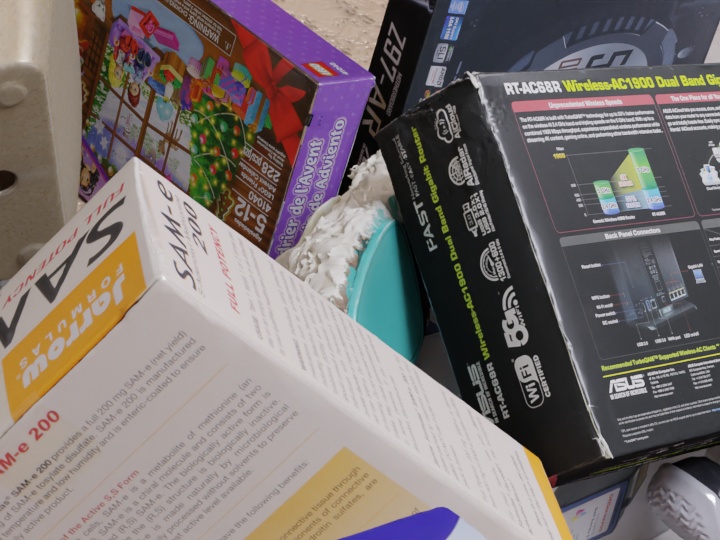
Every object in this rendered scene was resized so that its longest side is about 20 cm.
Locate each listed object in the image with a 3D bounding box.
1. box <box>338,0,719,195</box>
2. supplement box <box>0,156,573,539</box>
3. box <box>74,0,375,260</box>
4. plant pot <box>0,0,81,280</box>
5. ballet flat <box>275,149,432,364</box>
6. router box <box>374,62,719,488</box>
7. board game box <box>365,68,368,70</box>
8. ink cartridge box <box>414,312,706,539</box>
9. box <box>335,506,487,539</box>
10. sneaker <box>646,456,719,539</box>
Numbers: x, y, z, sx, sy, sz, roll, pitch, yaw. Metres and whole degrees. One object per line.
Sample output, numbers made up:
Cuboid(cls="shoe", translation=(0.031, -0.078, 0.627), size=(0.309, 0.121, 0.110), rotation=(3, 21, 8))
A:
Cuboid(cls="box", translation=(0.076, -0.068, 0.998), size=(0.159, 0.201, 0.044), rotation=(2, 31, -28))
Cuboid(cls="supplement box", translation=(-0.039, 0.074, 0.667), size=(0.200, 0.126, 0.074), rotation=(38, 18, -31))
Cuboid(cls="box", translation=(-0.086, -0.078, 0.992), size=(0.039, 0.137, 0.200), rotation=(-11, 39, -43))
Cuboid(cls="plant pot", translation=(-0.210, -0.096, 0.871), size=(0.199, 0.201, 0.178), rotation=(-12, 54, -11))
Cuboid(cls="ballet flat", translation=(0.000, 0.000, 0.816), size=(0.071, 0.072, 0.200), rotation=(21, 27, 8))
Cuboid(cls="router box", translation=(0.113, -0.002, 0.813), size=(0.199, 0.062, 0.151), rotation=(-7, 75, -44))
Cuboid(cls="board game box", translation=(0.096, -0.078, 1.200), size=(0.151, 0.037, 0.199), rotation=(37, 35, 31))
Cuboid(cls="ink cartridge box", translation=(0.036, 0.064, 0.863), size=(0.199, 0.088, 0.145), rotation=(-12, 39, -45))
Cuboid(cls="box", translation=(-0.038, 0.181, 0.492), size=(0.183, 0.201, 0.105), rotation=(-12, 40, -42))
Cuboid(cls="sneaker", translation=(0.218, 0.091, 0.850), size=(0.199, 0.114, 0.075), rotation=(24, 0, -17))
